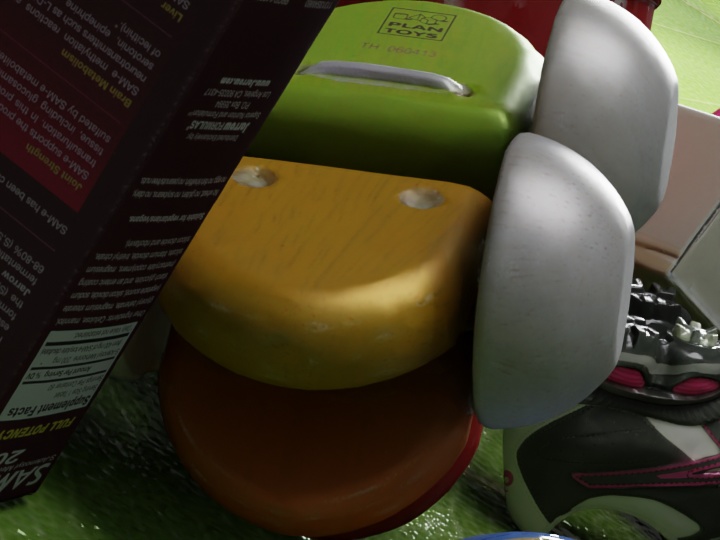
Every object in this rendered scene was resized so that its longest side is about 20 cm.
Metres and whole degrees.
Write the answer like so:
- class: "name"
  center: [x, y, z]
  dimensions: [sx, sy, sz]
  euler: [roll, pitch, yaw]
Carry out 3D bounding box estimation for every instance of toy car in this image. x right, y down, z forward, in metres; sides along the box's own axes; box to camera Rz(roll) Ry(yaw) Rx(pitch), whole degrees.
- class: "toy car"
  center: [0.000, 0.000, 0.862]
  dimensions: [0.174, 0.151, 0.200]
  euler: [7, 35, 11]

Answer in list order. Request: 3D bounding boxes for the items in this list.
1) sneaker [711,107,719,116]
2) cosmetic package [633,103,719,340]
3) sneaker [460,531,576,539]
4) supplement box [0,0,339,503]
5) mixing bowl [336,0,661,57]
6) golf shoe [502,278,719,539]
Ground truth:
- class: "sneaker"
  center: [0.176, 0.017, 1.211]
  dimensions: [0.075, 0.080, 0.201]
  euler: [65, 9, -48]
- class: "cosmetic package"
  center: [0.113, -0.019, 1.150]
  dimensions: [0.104, 0.073, 0.200]
  euler: [44, -11, -31]
- class: "sneaker"
  center: [0.072, 0.118, 0.840]
  dimensions: [0.200, 0.076, 0.088]
  euler: [29, 3, -41]
- class: "supplement box"
  center: [-0.088, -0.048, 0.750]
  dimensions: [0.109, 0.201, 0.061]
  euler: [38, 16, 18]
- class: "mixing bowl"
  center: [0.012, -0.042, 1.027]
  dimensions: [0.199, 0.109, 0.200]
  euler: [-2, 0, 0]
- class: "golf shoe"
  center: [0.142, 0.059, 1.017]
  dimensions: [0.199, 0.089, 0.077]
  euler: [10, 16, -17]
